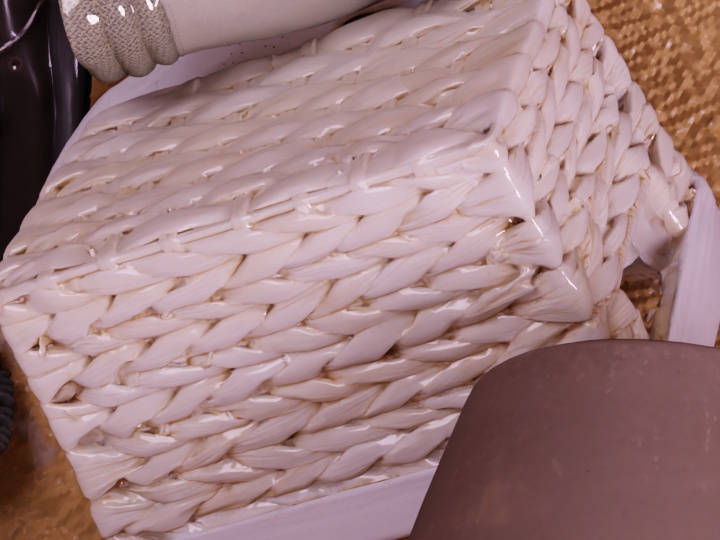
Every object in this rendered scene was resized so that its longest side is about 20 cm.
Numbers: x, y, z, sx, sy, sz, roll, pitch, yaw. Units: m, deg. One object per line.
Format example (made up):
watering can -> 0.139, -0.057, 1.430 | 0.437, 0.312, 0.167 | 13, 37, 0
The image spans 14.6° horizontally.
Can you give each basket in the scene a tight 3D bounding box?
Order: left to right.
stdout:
basket -> 0.000, 0.000, 0.892 | 0.200, 0.123, 0.136 | -16, 27, 24

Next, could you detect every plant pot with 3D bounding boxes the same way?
plant pot -> 0.075, 0.116, 0.739 | 0.200, 0.200, 0.175 | -5, 65, 30

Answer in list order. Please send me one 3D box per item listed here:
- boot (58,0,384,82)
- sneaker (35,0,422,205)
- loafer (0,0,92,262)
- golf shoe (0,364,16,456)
boot -> -0.026, -0.120, 0.949 | 0.154, 0.072, 0.200 | -17, 15, 5
sneaker -> -0.047, -0.038, 1.007 | 0.088, 0.075, 0.200 | 26, 83, 25
loafer -> -0.133, -0.085, 1.031 | 0.071, 0.073, 0.200 | 4, 104, -7
golf shoe -> -0.202, 0.035, 1.075 | 0.200, 0.077, 0.088 | 41, 113, 40
